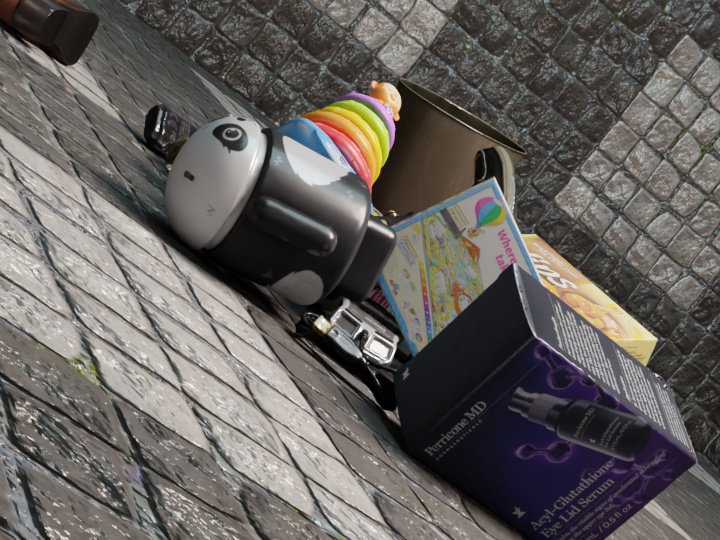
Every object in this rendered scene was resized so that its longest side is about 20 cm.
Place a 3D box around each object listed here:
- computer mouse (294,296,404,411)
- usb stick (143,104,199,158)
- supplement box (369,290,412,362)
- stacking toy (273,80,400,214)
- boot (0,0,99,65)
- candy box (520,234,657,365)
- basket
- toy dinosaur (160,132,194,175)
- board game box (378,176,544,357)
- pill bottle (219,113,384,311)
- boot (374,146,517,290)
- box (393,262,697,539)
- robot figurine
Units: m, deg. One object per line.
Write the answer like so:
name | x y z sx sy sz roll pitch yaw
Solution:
computer mouse | -0.001 0.065 1.532 0.109 0.044 0.200 34 11 1
usb stick | -0.161 -0.115 1.927 0.032 0.056 0.199 -16 -37 38
supplement box | 0.000 0.000 1.840 0.199 0.086 0.110 38 5 -14
stacking toy | -0.009 -0.122 1.637 0.116 0.109 0.200 53 43 -11
boot | -0.403 -0.310 1.954 0.199 0.069 0.188 33 11 11
candy box | 0.177 0.035 1.683 0.115 0.056 0.200 1 30 -38
basket | 0.064 -0.087 1.943 0.179 0.201 0.136 23 13 -37
toy dinosaur | -0.132 -0.118 1.782 0.198 0.059 0.101 12 19 29
board game box | 0.102 0.036 1.560 0.034 0.133 0.202 -51 116 -83
pill bottle | -0.074 -0.059 1.691 0.199 0.112 0.111 37 5 -18
boot | 0.070 -0.049 1.654 0.152 0.074 0.205 3 43 0
box | 0.147 0.118 1.406 0.199 0.148 0.105 35 24 -25
robot figurine | -0.069 -0.050 1.483 0.199 0.126 0.150 27 -34 -19
